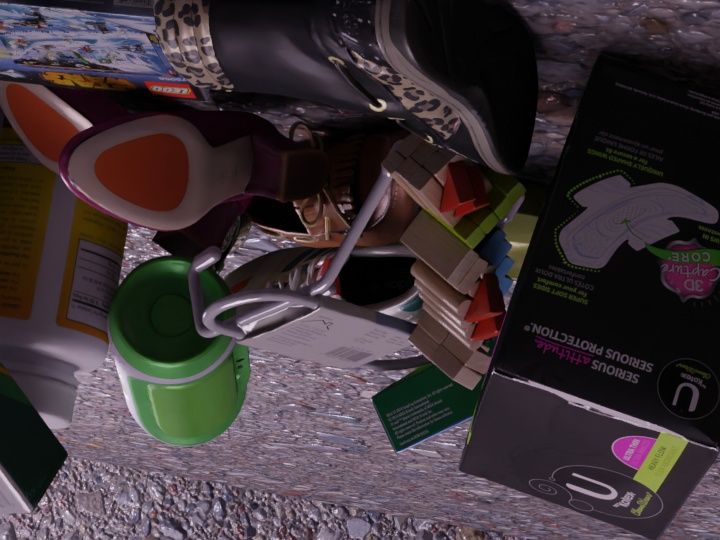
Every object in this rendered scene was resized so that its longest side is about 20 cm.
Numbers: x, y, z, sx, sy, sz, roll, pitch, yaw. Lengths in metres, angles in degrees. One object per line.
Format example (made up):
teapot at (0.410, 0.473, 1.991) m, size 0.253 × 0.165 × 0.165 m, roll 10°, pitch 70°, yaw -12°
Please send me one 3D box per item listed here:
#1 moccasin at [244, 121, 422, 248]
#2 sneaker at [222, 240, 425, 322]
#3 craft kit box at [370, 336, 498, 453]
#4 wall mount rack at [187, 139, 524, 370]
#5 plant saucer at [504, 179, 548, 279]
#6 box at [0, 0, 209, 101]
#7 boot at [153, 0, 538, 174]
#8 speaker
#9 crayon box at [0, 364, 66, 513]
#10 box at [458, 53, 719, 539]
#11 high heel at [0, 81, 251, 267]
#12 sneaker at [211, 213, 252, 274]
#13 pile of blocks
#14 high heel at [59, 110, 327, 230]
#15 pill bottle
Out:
moccasin at (-0.017, -0.054, 1.407) m, size 0.077 × 0.074 × 0.201 m, roll 5°, pitch 177°, yaw -25°
sneaker at (-0.025, 0.008, 1.505) m, size 0.199 × 0.071 × 0.093 m, roll -7°, pitch 168°, yaw 21°
craft kit box at (0.117, 0.049, 1.454) m, size 0.199 × 0.049 × 0.197 m, roll -26°, pitch 175°, yaw 10°
wall mount rack at (0.000, 0.000, 1.318) m, size 0.173 × 0.075 × 0.200 m, roll -23°, pitch 156°, yaw 33°
plant saucer at (0.084, -0.032, 1.521) m, size 0.199 × 0.031 × 0.200 m, roll 8°, pitch 167°, yaw 2°
box at (-0.186, -0.138, 1.191) m, size 0.199 × 0.040 × 0.137 m, roll 7°, pitch 167°, yaw 7°
boot at (-0.001, -0.108, 1.148) m, size 0.153 × 0.074 × 0.203 m, roll 6°, pitch 167°, yaw 24°
speaker at (-0.119, 0.056, 1.463) m, size 0.088 × 0.089 × 0.200 m, roll 8°, pitch 161°, yaw 1°
crayon box at (-0.282, 0.062, 1.335) m, size 0.125 × 0.052 × 0.200 m, roll -7°, pitch 128°, yaw 35°
box at (0.145, 0.017, 1.200) m, size 0.124 × 0.201 × 0.149 m, roll 19°, pitch 154°, yaw 4°
high heel at (-0.145, -0.093, 1.393) m, size 0.067 × 0.096 × 0.200 m, roll -10°, pitch 137°, yaw 40°
sneaker at (-0.115, -0.023, 1.548) m, size 0.076 × 0.089 × 0.200 m, roll 7°, pitch 168°, yaw 2°
pile of blocks at (0.070, -0.008, 1.277) m, size 0.062 × 0.082 × 0.201 m, roll 41°, pitch 153°, yaw 38°
high heel at (-0.117, -0.065, 1.299) m, size 0.096 × 0.068 × 0.199 m, roll 19°, pitch -171°, yaw 40°
pill bottle at (-0.209, -0.004, 1.437) m, size 0.109 × 0.201 × 0.109 m, roll 8°, pitch 167°, yaw 2°
